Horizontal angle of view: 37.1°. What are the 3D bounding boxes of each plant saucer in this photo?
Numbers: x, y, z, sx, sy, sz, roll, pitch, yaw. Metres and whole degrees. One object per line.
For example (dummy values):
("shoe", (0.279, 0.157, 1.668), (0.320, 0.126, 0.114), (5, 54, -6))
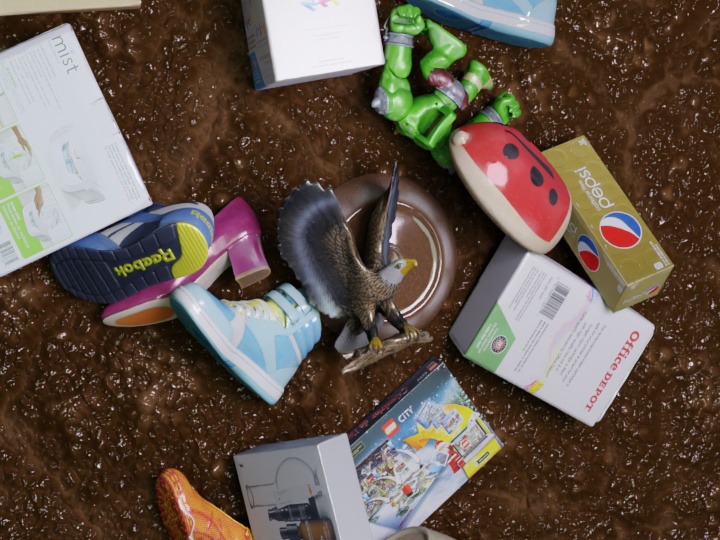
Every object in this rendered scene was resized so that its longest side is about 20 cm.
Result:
("plant saucer", (0.027, -0.011, 1.264), (0.196, 0.037, 0.205), (-2, 96, -16))

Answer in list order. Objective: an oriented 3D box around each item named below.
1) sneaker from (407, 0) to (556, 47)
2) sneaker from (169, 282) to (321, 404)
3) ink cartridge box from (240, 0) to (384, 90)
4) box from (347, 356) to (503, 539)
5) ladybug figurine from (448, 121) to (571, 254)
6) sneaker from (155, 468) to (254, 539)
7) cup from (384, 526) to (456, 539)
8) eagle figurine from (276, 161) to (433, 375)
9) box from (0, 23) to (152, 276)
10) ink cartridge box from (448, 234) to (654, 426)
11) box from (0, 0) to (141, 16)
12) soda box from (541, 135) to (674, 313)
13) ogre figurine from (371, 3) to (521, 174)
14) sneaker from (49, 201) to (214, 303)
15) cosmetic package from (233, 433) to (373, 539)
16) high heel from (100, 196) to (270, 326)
("sneaker", (0.146, -0.344, 1.239), (0.197, 0.079, 0.133), (11, 93, -27))
("sneaker", (-0.118, 0.045, 1.187), (0.131, 0.079, 0.201), (-49, 136, -12))
("ink cartridge box", (-0.063, -0.310, 1.160), (0.123, 0.128, 0.204), (-12, 98, -15))
("box", (0.059, 0.223, 1.295), (0.199, 0.038, 0.137), (-40, 105, -9))
("ladybug figurine", (0.173, -0.100, 1.198), (0.071, 0.137, 0.199), (-34, 134, 24))
("sneaker", (-0.168, 0.302, 1.231), (0.077, 0.072, 0.202), (-40, 111, -30))
("cup", (0.075, 0.382, 1.228), (0.199, 0.200, 0.144), (-38, 106, -9))
("eagle figurine", (0.006, -0.003, 1.175), (0.149, 0.152, 0.203), (-24, 83, 13))
("box", (-0.337, -0.125, 1.113), (0.174, 0.097, 0.203), (-27, 102, -13))
("ink cartridge box", (0.229, 0.073, 1.295), (0.198, 0.084, 0.146), (29, 99, -17))
("box", (-0.337, -0.354, 1.130), (0.196, 0.021, 0.167), (-7, 97, -16))
("soda box", (0.279, -0.057, 1.263), (0.067, 0.064, 0.202), (-20, 62, -15))
("ogre figurine", (0.087, -0.199, 1.227), (0.121, 0.097, 0.200), (-57, 140, -5))
("sneaker", (-0.239, -0.023, 1.149), (0.196, 0.083, 0.075), (-11, 121, 19))
("cosmetic package", (-0.056, 0.291, 1.193), (0.051, 0.149, 0.204), (-13, 88, -44))
("high heel", (-0.202, -0.008, 1.195), (0.197, 0.067, 0.097), (-23, 70, 0))
